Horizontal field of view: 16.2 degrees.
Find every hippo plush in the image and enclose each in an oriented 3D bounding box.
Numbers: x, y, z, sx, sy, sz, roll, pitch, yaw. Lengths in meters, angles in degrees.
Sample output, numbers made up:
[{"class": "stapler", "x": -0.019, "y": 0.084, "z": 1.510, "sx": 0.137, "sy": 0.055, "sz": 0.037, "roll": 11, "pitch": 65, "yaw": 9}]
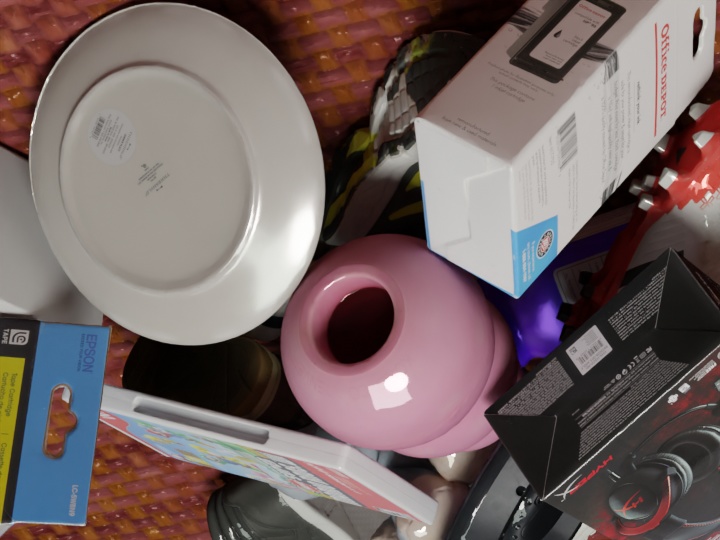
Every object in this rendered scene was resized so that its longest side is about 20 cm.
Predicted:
[{"class": "hippo plush", "x": 0.018, "y": 0.095, "z": 1.665, "sx": 0.161, "sy": 0.200, "sz": 0.159, "roll": 29, "pitch": 126, "yaw": 7}]

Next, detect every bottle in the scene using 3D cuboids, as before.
[{"class": "bottle", "x": 0.137, "y": 0.014, "z": 1.579, "sx": 0.200, "sy": 0.065, "sz": 0.084, "roll": -20, "pitch": 117, "yaw": 14}]

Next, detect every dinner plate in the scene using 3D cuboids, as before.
[{"class": "dinner plate", "x": -0.112, "y": -0.054, "z": 1.450, "sx": 0.200, "sy": 0.200, "sz": 0.024, "roll": -25, "pitch": 177, "yaw": 30}]

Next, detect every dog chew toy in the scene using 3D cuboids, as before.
[{"class": "dog chew toy", "x": 0.036, "y": 0.054, "z": 1.487, "sx": 0.124, "sy": 0.125, "sz": 0.200, "roll": -16, "pitch": 158, "yaw": 21}]

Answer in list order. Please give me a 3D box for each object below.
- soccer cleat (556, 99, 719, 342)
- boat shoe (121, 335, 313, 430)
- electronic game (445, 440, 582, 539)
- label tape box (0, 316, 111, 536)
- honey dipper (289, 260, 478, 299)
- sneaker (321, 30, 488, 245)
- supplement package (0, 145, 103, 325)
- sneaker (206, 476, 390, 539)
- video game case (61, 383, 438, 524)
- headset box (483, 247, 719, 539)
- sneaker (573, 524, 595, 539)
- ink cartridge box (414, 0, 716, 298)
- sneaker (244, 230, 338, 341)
[{"class": "soccer cleat", "x": 0.192, "y": -0.014, "z": 1.493, "sx": 0.085, "sy": 0.069, "sz": 0.200, "roll": 24, "pitch": 115, "yaw": -11}, {"class": "boat shoe", "x": -0.092, "y": 0.074, "z": 1.612, "sx": 0.065, "sy": 0.073, "sz": 0.200, "roll": 33, "pitch": 174, "yaw": -26}, {"class": "electronic game", "x": 0.110, "y": 0.143, "z": 1.626, "sx": 0.042, "sy": 0.200, "sz": 0.200, "roll": 32, "pitch": 148, "yaw": 22}, {"class": "label tape box", "x": -0.252, "y": 0.097, "z": 1.467, "sx": 0.200, "sy": 0.144, "sz": 0.063, "roll": 6, "pitch": 143, "yaw": -3}, {"class": "honey dipper", "x": 0.000, "y": 0.000, "z": 1.569, "sx": 0.200, "sy": 0.038, "sz": 0.038, "roll": 2, "pitch": 148, "yaw": -38}, {"class": "sneaker", "x": 0.046, "y": -0.075, "z": 1.498, "sx": 0.085, "sy": 0.075, "sz": 0.200, "roll": 12, "pitch": 150, "yaw": -21}, {"class": "supplement package", "x": -0.265, "y": -0.011, "z": 1.543, "sx": 0.200, "sy": 0.117, "sz": 0.117, "roll": 29, "pitch": 134, "yaw": -28}, {"class": "sneaker", "x": -0.034, "y": 0.203, "z": 1.846, "sx": 0.099, "sy": 0.071, "sz": 0.200, "roll": -22, "pitch": 130, "yaw": 30}, {"class": "video game case", "x": -0.066, "y": 0.111, "z": 1.547, "sx": 0.200, "sy": 0.017, "sz": 0.143, "roll": 12, "pitch": 167, "yaw": 28}, {"class": "headset box", "x": 0.190, "y": 0.091, "z": 1.485, "sx": 0.149, "sy": 0.075, "sz": 0.200, "roll": -42, "pitch": 142, "yaw": 12}, {"class": "sneaker", "x": 0.157, "y": 0.168, "z": 1.785, "sx": 0.085, "sy": 0.073, "sz": 0.200, "roll": 5, "pitch": 140, "yaw": -1}, {"class": "ink cartridge box", "x": 0.118, "y": -0.097, "z": 1.409, "sx": 0.068, "sy": 0.200, "sz": 0.116, "roll": 30, "pitch": 150, "yaw": 25}, {"class": "sneaker", "x": -0.103, "y": -0.031, "z": 1.559, "sx": 0.200, "sy": 0.076, "sz": 0.080, "roll": 25, "pitch": 126, "yaw": -34}]
